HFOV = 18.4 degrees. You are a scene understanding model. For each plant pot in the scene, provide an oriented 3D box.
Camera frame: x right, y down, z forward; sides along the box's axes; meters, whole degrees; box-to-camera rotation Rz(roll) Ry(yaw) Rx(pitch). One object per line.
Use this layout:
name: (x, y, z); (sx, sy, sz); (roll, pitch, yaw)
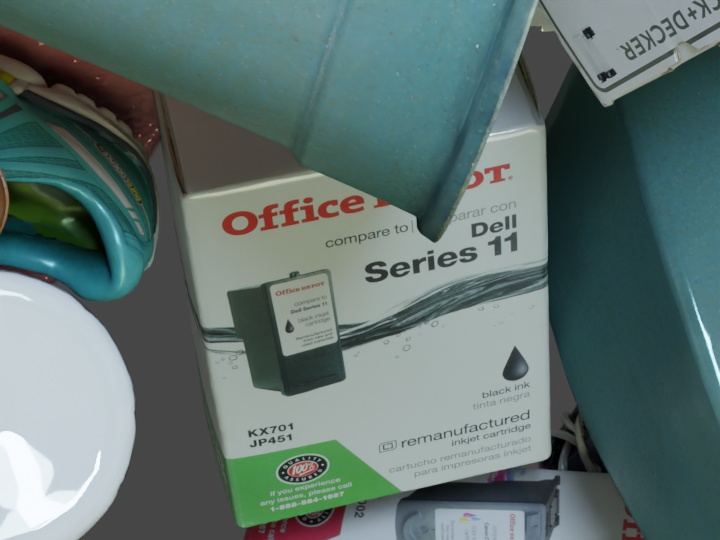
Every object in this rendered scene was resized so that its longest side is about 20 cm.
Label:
plant pot: (0.160, 0.018, 0.869); (0.141, 0.201, 0.141); (-3, 152, -14)
plant pot: (-0.039, -0.134, 0.680); (0.195, 0.200, 0.201); (18, 130, -2)

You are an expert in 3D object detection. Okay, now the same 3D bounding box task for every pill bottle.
pill bottle: (-0.154, 0.058, 0.854); (0.106, 0.107, 0.200); (-1, 176, -16)

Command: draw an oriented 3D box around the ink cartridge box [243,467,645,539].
ink cartridge box: (0.043, 0.165, 1.002); (0.199, 0.148, 0.086); (1, 136, 12)

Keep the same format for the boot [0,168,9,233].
boot: (-0.167, -0.064, 0.691); (0.200, 0.155, 0.077); (44, 68, -26)

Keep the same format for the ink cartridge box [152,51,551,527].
ink cartridge box: (0.000, 0.000, 0.912); (0.146, 0.083, 0.200); (-12, 135, -5)

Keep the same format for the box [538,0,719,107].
box: (0.160, -0.140, 0.737); (0.200, 0.060, 0.117); (-35, -177, -25)

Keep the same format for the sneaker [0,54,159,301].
sneaker: (-0.160, -0.049, 0.815); (0.200, 0.080, 0.078); (22, 124, -24)

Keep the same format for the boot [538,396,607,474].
boot: (0.122, 0.074, 1.030); (0.090, 0.073, 0.200); (-19, 133, 6)

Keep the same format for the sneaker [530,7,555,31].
sneaker: (0.079, -0.136, 0.820); (0.199, 0.076, 0.081); (-6, 123, -17)
